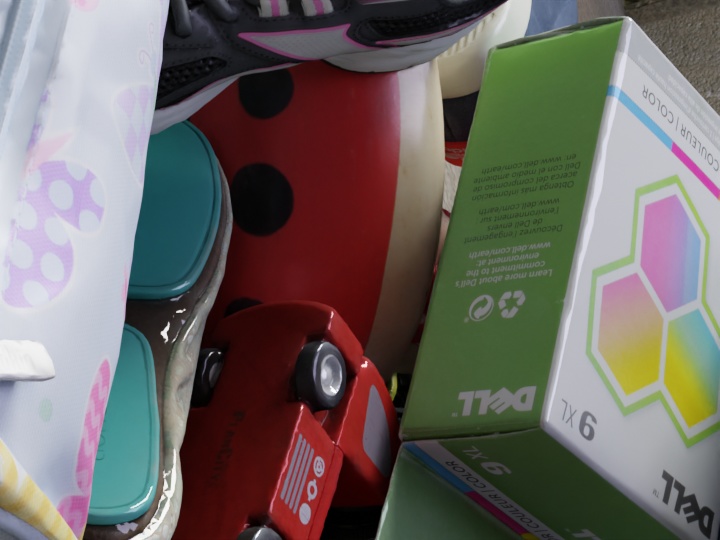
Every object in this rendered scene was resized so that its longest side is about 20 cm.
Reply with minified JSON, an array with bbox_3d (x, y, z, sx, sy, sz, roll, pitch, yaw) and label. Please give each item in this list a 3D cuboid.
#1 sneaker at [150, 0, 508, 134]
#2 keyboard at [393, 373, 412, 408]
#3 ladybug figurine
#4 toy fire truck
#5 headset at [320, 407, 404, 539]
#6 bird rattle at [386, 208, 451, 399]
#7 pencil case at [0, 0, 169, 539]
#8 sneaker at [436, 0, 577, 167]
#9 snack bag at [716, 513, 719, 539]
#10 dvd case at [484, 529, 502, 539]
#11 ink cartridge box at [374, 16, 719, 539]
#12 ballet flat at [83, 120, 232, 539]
[{"bbox_3d":[-0.023,-0.094,0.656,0.199,0.086,0.081,-20,90,-38],"label":"sneaker"},{"bbox_3d":[0.018,0.059,1.053,0.127,0.020,0.202,175,-101,-83],"label":"keyboard"},{"bbox_3d":[-0.037,-0.041,0.770,0.072,0.135,0.202,-5,88,-48],"label":"ladybug figurine"},{"bbox_3d":[-0.021,0.127,0.688,0.141,0.048,0.201,55,41,-42],"label":"toy fire truck"},{"bbox_3d":[0.030,0.116,0.943,0.200,0.093,0.124,23,52,-89],"label":"headset"},{"bbox_3d":[0.000,0.000,0.855,0.163,0.113,0.200,48,-13,-6],"label":"bird rattle"},{"bbox_3d":[-0.088,-0.018,0.505,0.091,0.082,0.201,95,1,-57],"label":"pencil case"},{"bbox_3d":[0.054,-0.126,0.850,0.085,0.074,0.201,64,39,-50],"label":"sneaker"},{"bbox_3d":[0.133,0.071,0.795,0.200,0.021,0.190,-68,169,-75],"label":"snack bag"},{"bbox_3d":[0.035,0.179,0.822,0.151,0.025,0.200,-60,153,-7],"label":"dvd case"},{"bbox_3d":[0.072,0.032,0.734,0.104,0.059,0.201,39,55,-41],"label":"ink cartridge box"},{"bbox_3d":[-0.079,0.029,0.668,0.201,0.067,0.063,-83,-175,-52],"label":"ballet flat"}]
